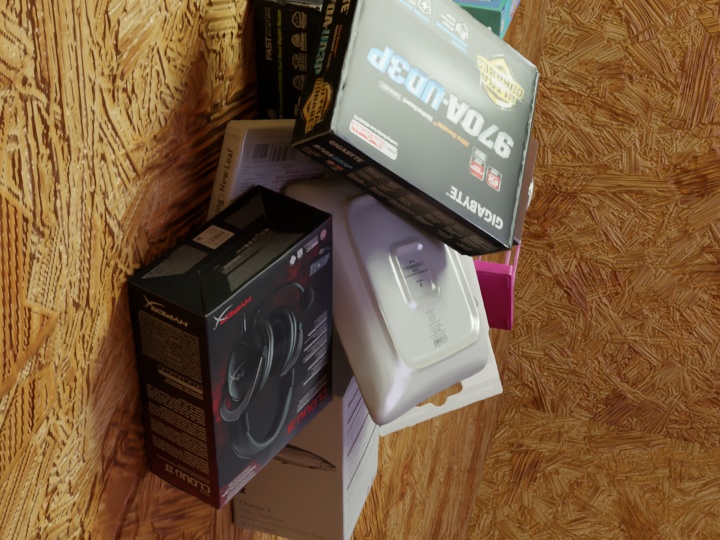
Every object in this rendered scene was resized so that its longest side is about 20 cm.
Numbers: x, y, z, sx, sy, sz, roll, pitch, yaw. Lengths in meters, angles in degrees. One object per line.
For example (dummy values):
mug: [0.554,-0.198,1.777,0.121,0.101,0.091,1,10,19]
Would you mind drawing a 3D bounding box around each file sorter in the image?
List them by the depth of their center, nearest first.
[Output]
file sorter: [0.091,-0.028,1.494,0.139,0.197,0.127,77,23,-61]

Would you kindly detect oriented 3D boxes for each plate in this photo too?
plate: [0.036,0.007,1.042,0.199,0.032,0.203,-18,87,-57]

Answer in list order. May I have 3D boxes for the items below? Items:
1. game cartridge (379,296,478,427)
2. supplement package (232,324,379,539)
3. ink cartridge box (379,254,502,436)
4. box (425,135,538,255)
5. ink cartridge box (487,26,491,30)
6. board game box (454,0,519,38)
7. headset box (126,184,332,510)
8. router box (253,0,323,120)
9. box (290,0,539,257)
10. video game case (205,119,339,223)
game cartridge: [0.015,0.060,1.256,0.041,0.133,0.201,10,123,-52]
supplement package: [-0.050,0.143,1.167,0.118,0.115,0.202,-61,157,-50]
ink cartridge box: [0.056,0.056,1.355,0.050,0.159,0.203,2,-73,68]
box: [0.053,-0.103,1.016,0.199,0.074,0.101,32,61,-35]
ink cartridge box: [0.052,-0.136,1.190,0.115,0.067,0.202,-37,147,-48]
board game box: [0.104,-0.321,1.421,0.201,0.150,0.046,-62,159,-53]
headset box: [-0.090,0.064,0.932,0.149,0.076,0.202,-40,141,-43]
router box: [-0.032,-0.207,1.095,0.201,0.061,0.151,-65,161,-50]
box: [0.047,-0.123,0.931,0.199,0.046,0.161,30,63,-37]
video game case: [-0.062,-0.033,1.019,0.199,0.022,0.185,-13,121,-58]
